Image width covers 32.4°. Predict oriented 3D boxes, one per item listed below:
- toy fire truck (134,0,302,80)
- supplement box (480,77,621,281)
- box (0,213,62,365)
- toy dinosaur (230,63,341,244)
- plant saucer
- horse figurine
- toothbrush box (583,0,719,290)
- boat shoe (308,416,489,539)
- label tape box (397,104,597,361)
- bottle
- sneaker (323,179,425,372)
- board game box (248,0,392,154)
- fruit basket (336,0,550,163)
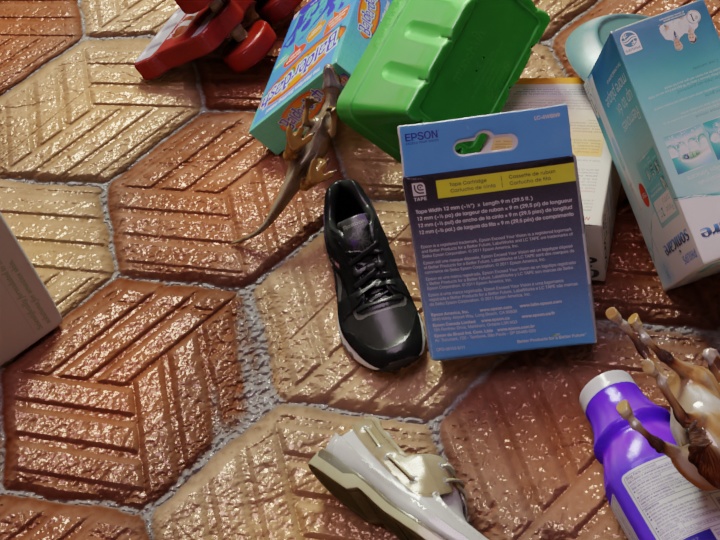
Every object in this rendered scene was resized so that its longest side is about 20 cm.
[{"bbox_3d":[-0.169,-0.312,1.450,0.167,0.112,0.201,-8,44,45],"label":"toy fire truck"},{"bbox_3d":[0.177,-0.089,1.155,0.125,0.074,0.201,3,48,19],"label":"supplement box"},{"bbox_3d":[-0.431,-0.001,1.172,0.199,0.200,0.171,-35,48,-16],"label":"box"},{"bbox_3d":[-0.056,-0.098,1.189,0.060,0.106,0.201,29,91,-4],"label":"toy dinosaur"},{"bbox_3d":[0.293,-0.194,1.186,0.198,0.028,0.201,13,37,-10],"label":"plant saucer"},{"bbox_3d":[0.234,0.098,0.880,0.050,0.132,0.200,-42,15,22],"label":"horse figurine"},{"bbox_3d":[0.267,-0.098,1.029,0.085,0.146,0.202,-20,82,-2],"label":"toothbrush box"},{"bbox_3d":[0.047,0.174,0.953,0.199,0.075,0.068,30,68,37],"label":"boat shoe"},{"bbox_3d":[0.116,-0.034,1.038,0.142,0.202,0.066,-7,13,12],"label":"label tape box"},{"bbox_3d":[0.224,0.160,0.917,0.083,0.066,0.201,-16,45,-10],"label":"bottle"},{"bbox_3d":[0.000,0.000,1.118,0.075,0.088,0.201,-20,46,-2],"label":"sneaker"},{"bbox_3d":[-0.035,-0.236,1.323,0.152,0.045,0.201,-32,32,41],"label":"board game box"},{"bbox_3d":[0.069,-0.202,1.213,0.215,0.155,0.217,-35,39,33],"label":"fruit basket"}]
